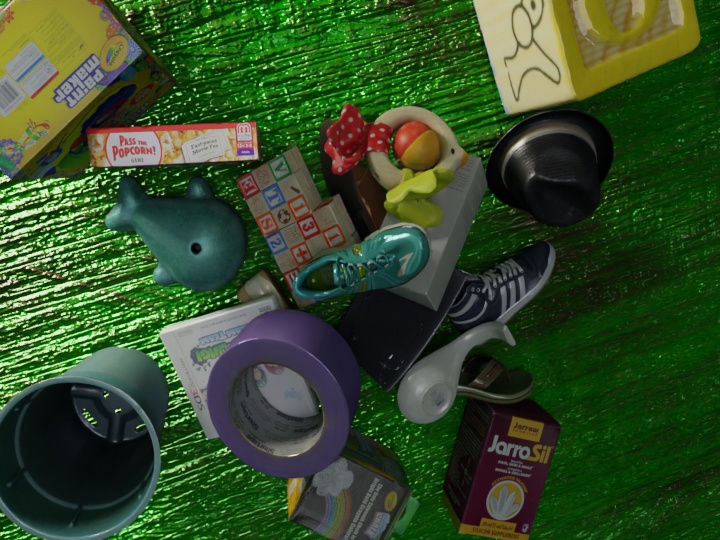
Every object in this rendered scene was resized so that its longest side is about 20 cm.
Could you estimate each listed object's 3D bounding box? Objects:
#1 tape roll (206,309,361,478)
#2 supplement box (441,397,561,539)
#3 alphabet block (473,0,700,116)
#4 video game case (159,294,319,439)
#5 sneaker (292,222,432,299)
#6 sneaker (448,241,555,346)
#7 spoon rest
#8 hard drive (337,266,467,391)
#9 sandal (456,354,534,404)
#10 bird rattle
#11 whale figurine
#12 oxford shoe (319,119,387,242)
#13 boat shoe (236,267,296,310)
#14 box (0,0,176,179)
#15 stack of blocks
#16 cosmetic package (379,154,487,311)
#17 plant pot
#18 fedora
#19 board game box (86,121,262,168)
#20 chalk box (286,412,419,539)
[{"bbox_3d":[-0.099,0.164,0.718,0.191,0.085,0.208,4,110,11],"label":"tape roll"},{"bbox_3d":[0.226,0.317,0.883,0.126,0.103,0.208,12,97,-11],"label":"supplement box"},{"bbox_3d":[0.293,-0.344,0.732,0.191,0.200,0.201,-24,103,-4],"label":"alphabet block"},{"bbox_3d":[-0.176,0.146,0.787,0.193,0.024,0.188,-16,105,17],"label":"video game case"},{"bbox_3d":[0.000,0.000,0.682,0.194,0.079,0.080,-19,95,26],"label":"sneaker"},{"bbox_3d":[0.210,0.013,0.836,0.108,0.070,0.201,40,94,-26],"label":"sneaker"},{"bbox_3d":[0.137,0.148,0.804,0.198,0.061,0.101,-38,115,-4],"label":"spoon rest"},{"bbox_3d":[0.060,0.061,0.810,0.133,0.042,0.203,36,91,26],"label":"hard drive"},{"bbox_3d":[0.190,0.167,0.862,0.192,0.080,0.060,7,104,-10],"label":"sandal"},{"bbox_3d":[0.051,-0.149,0.713,0.161,0.114,0.200,-35,65,-21],"label":"bird rattle"},{"bbox_3d":[-0.251,-0.052,0.739,0.195,0.104,0.164,26,95,-13],"label":"whale figurine"},{"bbox_3d":[-0.003,-0.127,0.799,0.070,0.070,0.206,-29,103,-33],"label":"oxford shoe"},{"bbox_3d":[-0.114,0.099,0.809,0.068,0.074,0.204,-31,95,2],"label":"boat shoe"},{"bbox_3d":[-0.349,-0.225,0.648,0.199,0.193,0.123,-42,103,1],"label":"box"},{"bbox_3d":[-0.077,-0.065,0.768,0.112,0.059,0.205,-22,103,20],"label":"stack of blocks"},{"bbox_3d":[0.094,-0.063,0.761,0.105,0.085,0.206,21,82,26],"label":"cosmetic package"},{"bbox_3d":[-0.346,0.204,0.719,0.191,0.196,0.209,-2,101,-9],"label":"plant pot"},{"bbox_3d":[0.281,-0.129,0.778,0.192,0.094,0.204,-3,140,-3],"label":"fedora"},{"bbox_3d":[-0.227,-0.160,0.701,0.191,0.152,0.048,-5,101,-9],"label":"board game box"},{"bbox_3d":[-0.004,0.339,0.839,0.196,0.124,0.127,31,93,-14],"label":"chalk box"}]
